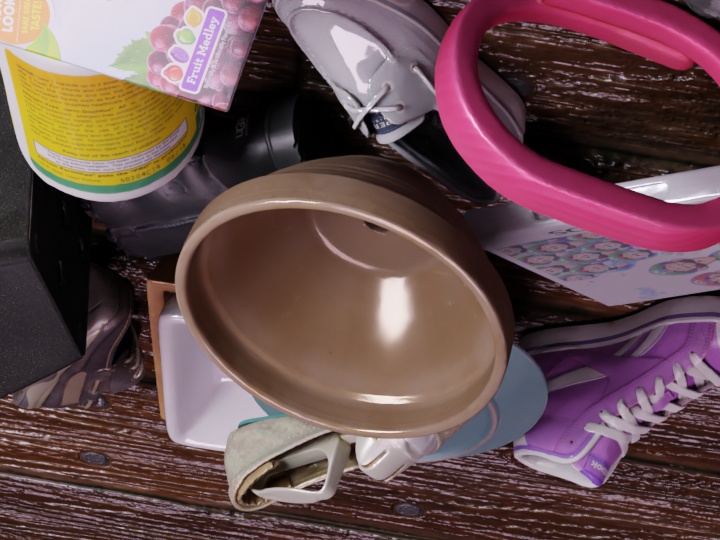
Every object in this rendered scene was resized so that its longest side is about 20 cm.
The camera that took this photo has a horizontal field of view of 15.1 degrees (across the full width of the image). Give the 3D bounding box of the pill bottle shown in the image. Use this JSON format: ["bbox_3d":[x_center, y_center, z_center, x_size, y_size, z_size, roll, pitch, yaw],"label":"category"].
[{"bbox_3d":[-0.148,-0.135,1.508,0.112,0.113,0.200,6,150,5],"label":"pill bottle"}]

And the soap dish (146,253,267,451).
[{"bbox_3d":[-0.060,0.052,1.832,0.156,0.082,0.200,8,150,3],"label":"soap dish"}]

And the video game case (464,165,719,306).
[{"bbox_3d":[0.188,-0.019,1.643,0.181,0.024,0.200,-10,163,29],"label":"video game case"}]

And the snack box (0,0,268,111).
[{"bbox_3d":[-0.101,-0.194,1.354,0.141,0.053,0.201,16,114,-11],"label":"snack box"}]

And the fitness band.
[{"bbox_3d":[0.136,-0.088,1.475,0.199,0.144,0.037,17,148,-15],"label":"fitness band"}]

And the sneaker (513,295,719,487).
[{"bbox_3d":[0.189,0.088,1.794,0.200,0.115,0.073,-16,140,35],"label":"sneaker"}]

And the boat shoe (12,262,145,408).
[{"bbox_3d":[-0.185,0.046,1.882,0.073,0.075,0.200,9,160,-20],"label":"boat shoe"}]

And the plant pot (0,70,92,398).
[{"bbox_3d":[-0.265,-0.026,1.664,0.176,0.201,0.200,-6,148,7],"label":"plant pot"}]

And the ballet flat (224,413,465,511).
[{"bbox_3d":[-0.003,0.114,1.731,0.199,0.063,0.067,-19,141,34],"label":"ballet flat"}]

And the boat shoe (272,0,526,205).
[{"bbox_3d":[0.021,-0.103,1.556,0.072,0.069,0.200,-13,144,33],"label":"boat shoe"}]

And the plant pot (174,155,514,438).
[{"bbox_3d":[0.000,0.000,1.589,0.200,0.093,0.201,13,138,11],"label":"plant pot"}]

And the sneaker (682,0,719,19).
[{"bbox_3d":[0.168,-0.182,1.369,0.199,0.077,0.111,16,141,-24],"label":"sneaker"}]

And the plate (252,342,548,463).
[{"bbox_3d":[0.023,0.083,1.761,0.199,0.026,0.201,4,148,2],"label":"plate"}]

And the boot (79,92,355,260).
[{"bbox_3d":[-0.074,-0.033,1.701,0.162,0.074,0.198,-10,138,26],"label":"boot"}]
